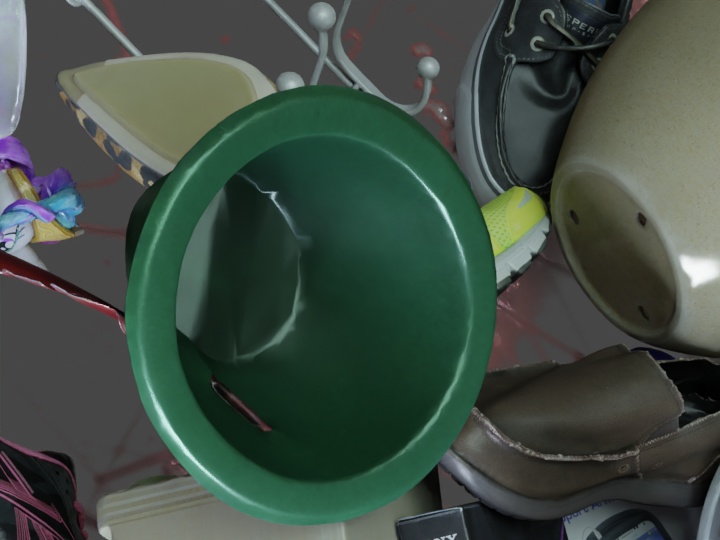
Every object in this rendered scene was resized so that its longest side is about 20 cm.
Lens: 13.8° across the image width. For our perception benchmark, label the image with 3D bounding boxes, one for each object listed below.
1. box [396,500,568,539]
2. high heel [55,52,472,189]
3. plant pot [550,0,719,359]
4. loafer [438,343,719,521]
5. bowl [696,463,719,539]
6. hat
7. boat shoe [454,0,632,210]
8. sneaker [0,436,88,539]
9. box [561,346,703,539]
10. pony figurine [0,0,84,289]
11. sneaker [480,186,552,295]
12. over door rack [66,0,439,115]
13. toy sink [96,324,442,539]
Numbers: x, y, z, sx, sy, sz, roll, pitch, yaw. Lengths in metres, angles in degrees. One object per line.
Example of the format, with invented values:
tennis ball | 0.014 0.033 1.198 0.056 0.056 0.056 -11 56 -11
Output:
box | 0.074 0.195 1.281 0.036 0.143 0.201 -16 85 19
high heel | -0.038 -0.017 1.279 0.199 0.143 0.072 21 60 18
plant pot | 0.166 -0.037 1.368 0.134 0.200 0.201 -29 86 -24
loafer | 0.099 0.059 1.300 0.200 0.071 0.073 1 36 -49
bowl | 0.210 0.122 1.328 0.201 0.090 0.202 -29 125 -50
hat | -0.069 -0.003 1.204 0.166 0.176 0.200 -52 122 -17
boat shoe | 0.101 -0.119 1.440 0.070 0.066 0.201 26 65 -13
sneaker | -0.138 0.121 1.267 0.200 0.079 0.095 48 51 -3
box | 0.141 0.140 1.389 0.119 0.041 0.201 -19 79 -26
pony figurine | -0.215 -0.056 1.261 0.199 0.166 0.194 -22 114 -30
sneaker | 0.000 0.000 1.355 0.200 0.078 0.091 -29 83 -27
over door rack | -0.054 -0.111 1.339 0.200 0.067 0.148 35 30 -9
toy sink | -0.033 0.143 1.241 0.112 0.130 0.201 -13 65 17
